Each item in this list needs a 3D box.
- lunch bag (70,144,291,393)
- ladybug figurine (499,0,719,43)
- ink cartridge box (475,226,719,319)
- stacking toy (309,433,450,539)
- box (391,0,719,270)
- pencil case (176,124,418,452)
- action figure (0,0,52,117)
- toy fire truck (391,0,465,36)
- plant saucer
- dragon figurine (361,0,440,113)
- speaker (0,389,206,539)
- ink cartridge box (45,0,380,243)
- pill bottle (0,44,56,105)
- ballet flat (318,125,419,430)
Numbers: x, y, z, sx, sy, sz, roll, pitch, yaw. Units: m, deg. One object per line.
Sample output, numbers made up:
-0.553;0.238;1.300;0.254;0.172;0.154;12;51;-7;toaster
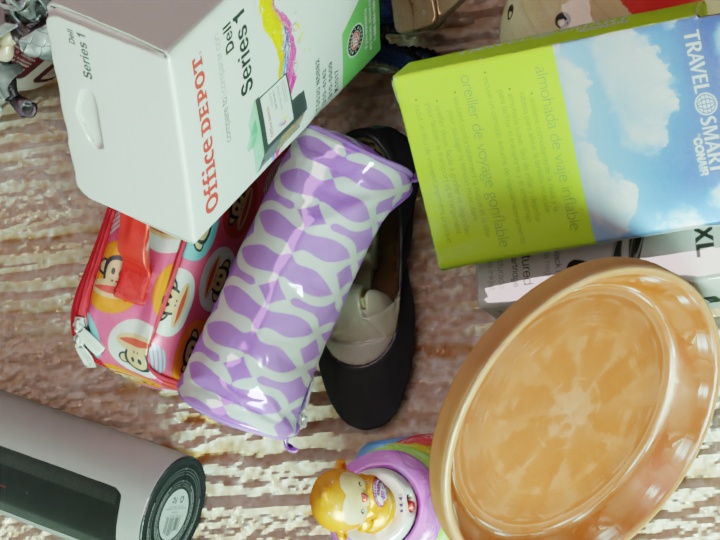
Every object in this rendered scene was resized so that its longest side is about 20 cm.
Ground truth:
-0.106;-0.022;1.110;0.082;0.176;0.201;15;83;23;lunch bag
0.161;-0.179;1.057;0.136;0.072;0.200;13;41;44;ladybug figurine
0.173;-0.050;1.060;0.199;0.084;0.147;-9;74;20;ink cartridge box
0.019;0.140;1.010;0.109;0.200;0.117;-6;74;20;stacking toy
0.128;-0.076;0.982;0.199;0.048;0.122;-9;107;19;box
-0.038;0.010;1.058;0.085;0.084;0.201;24;95;0;pencil case
-0.177;-0.138;1.151;0.130;0.200;0.070;-18;59;19;action figure
0.022;-0.197;1.099;0.141;0.049;0.200;41;105;21;toy fire truck
0.121;0.084;0.994;0.201;0.200;0.032;-55;42;1;plant saucer
0.011;-0.186;1.169;0.099;0.059;0.201;-13;74;18;dragon figurine
-0.207;0.133;1.166;0.199;0.081;0.081;16;84;23;speaker
-0.075;-0.136;0.985;0.084;0.145;0.200;25;53;22;ink cartridge box
-0.227;-0.194;1.213;0.200;0.109;0.110;-32;67;31;pill bottle
0.000;0.000;1.124;0.073;0.073;0.201;1;78;21;ballet flat
